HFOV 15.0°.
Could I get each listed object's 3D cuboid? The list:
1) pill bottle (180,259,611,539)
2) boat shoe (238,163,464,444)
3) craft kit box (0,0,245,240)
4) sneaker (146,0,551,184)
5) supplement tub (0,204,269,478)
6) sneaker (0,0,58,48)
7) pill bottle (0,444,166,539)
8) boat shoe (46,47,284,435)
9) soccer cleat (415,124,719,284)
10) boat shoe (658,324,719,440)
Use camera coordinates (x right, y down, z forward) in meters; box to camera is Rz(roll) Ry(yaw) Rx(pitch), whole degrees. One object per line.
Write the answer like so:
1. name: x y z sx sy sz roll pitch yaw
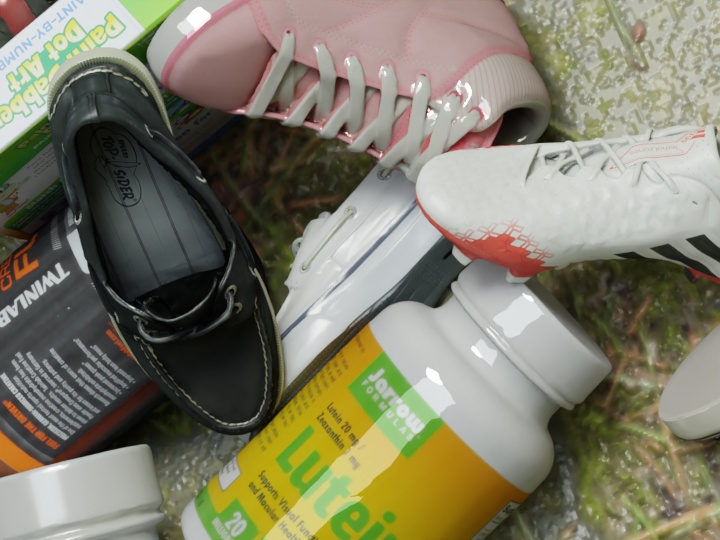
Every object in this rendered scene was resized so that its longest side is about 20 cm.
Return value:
1. pill bottle: 0.020 0.086 1.291 0.200 0.111 0.111 -45 66 7
2. boat shoe: 0.000 0.000 1.348 0.200 0.074 0.067 -44 63 -7
3. craft kit box: -0.111 -0.091 1.335 0.200 0.197 0.049 -38 80 9
4. sneaker: 0.005 -0.085 1.266 0.105 0.199 0.076 60 138 29
5. supplement tub: -0.149 0.039 1.368 0.200 0.107 0.107 -39 67 15
6. sneaker: -0.212 -0.073 1.380 0.071 0.098 0.201 40 135 1
7. pill bottle: -0.120 0.190 1.300 0.114 0.114 0.202 -15 86 18
8. boat shoe: -0.086 -0.002 1.242 0.074 0.066 0.201 -17 113 1
9. soccer cleat: 0.123 -0.036 1.243 0.085 0.198 0.069 120 152 -46
10. boat shoe: 0.232 0.045 1.240 0.200 0.093 0.075 -33 22 40
